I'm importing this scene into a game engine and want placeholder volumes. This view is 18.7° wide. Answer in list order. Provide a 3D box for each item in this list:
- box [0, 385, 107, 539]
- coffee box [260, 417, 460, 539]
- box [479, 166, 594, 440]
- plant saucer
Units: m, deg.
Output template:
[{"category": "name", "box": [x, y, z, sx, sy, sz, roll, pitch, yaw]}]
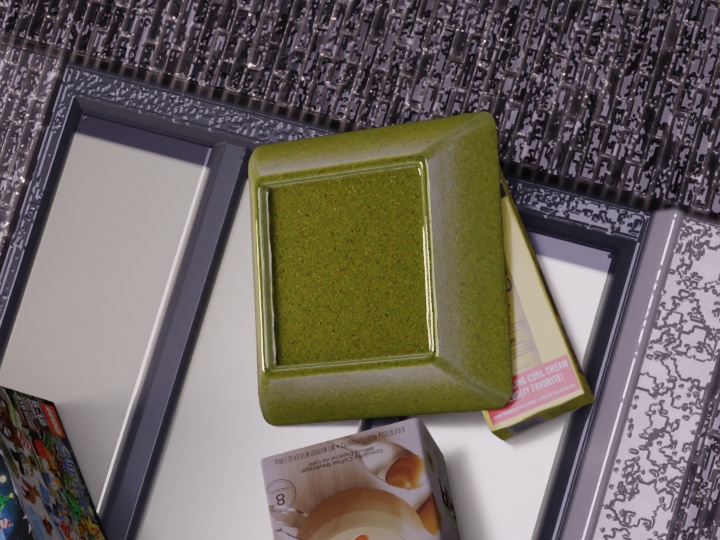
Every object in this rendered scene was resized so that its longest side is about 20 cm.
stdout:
[{"category": "box", "box": [-0.217, 0.178, 1.497, 0.038, 0.137, 0.201, -26, 75, 10]}, {"category": "coffee box", "box": [0.012, 0.212, 1.425, 0.114, 0.080, 0.201, -16, 62, 8]}, {"category": "box", "box": [0.089, 0.010, 1.498, 0.075, 0.050, 0.201, -22, 75, 9]}, {"category": "plant saucer", "box": [0.000, 0.000, 1.486, 0.199, 0.048, 0.201, -7, 83, 30]}]
